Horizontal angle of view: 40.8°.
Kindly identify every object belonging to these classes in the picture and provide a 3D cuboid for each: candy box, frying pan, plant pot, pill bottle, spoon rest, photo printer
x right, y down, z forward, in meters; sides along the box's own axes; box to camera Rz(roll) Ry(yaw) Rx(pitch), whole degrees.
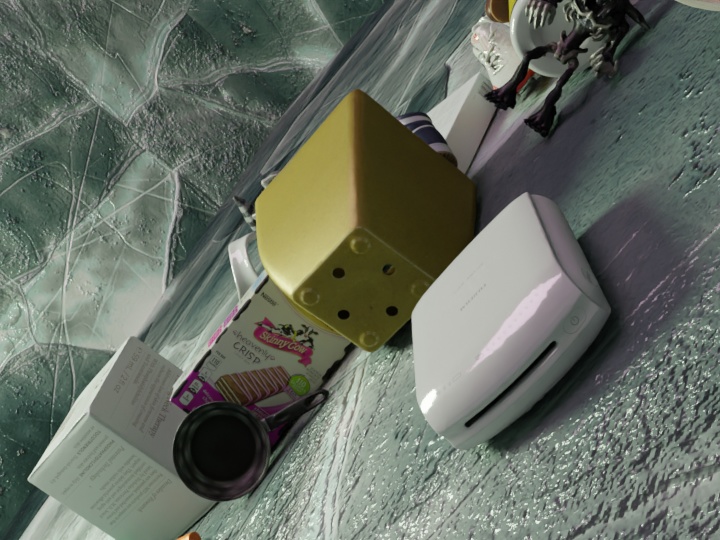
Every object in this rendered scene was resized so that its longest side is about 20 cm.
[{"bbox_3d":[-0.116,0.111,1.166,0.201,0.136,0.061,-52,12,1],"label":"candy box"},{"bbox_3d":[-0.137,0.179,1.123,0.191,0.115,0.031,-51,2,0],"label":"frying pan"},{"bbox_3d":[0.004,-0.031,1.052,0.195,0.193,0.201,-44,23,26],"label":"plant pot"},{"bbox_3d":[0.233,-0.316,1.154,0.114,0.114,0.201,-44,16,27],"label":"pill bottle"},{"bbox_3d":[-0.126,0.047,1.274,0.098,0.202,0.061,-26,-9,15],"label":"spoon rest"},{"bbox_3d":[0.111,0.039,0.763,0.167,0.069,0.201,-47,15,19],"label":"photo printer"}]

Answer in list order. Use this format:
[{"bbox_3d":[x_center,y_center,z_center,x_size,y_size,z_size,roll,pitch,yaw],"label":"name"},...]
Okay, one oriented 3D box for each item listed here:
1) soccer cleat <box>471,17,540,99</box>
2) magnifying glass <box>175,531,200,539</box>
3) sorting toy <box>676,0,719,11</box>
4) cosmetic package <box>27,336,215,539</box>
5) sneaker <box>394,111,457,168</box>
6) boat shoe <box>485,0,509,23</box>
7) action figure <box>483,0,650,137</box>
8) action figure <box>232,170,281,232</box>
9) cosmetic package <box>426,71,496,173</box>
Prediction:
[{"bbox_3d":[0.181,-0.277,1.249,0.069,0.085,0.201,-45,15,22],"label":"soccer cleat"},{"bbox_3d":[-0.260,0.364,1.202,0.199,0.022,0.081,-35,50,38],"label":"magnifying glass"},{"bbox_3d":[0.355,-0.311,0.811,0.200,0.107,0.181,-39,12,43],"label":"sorting toy"},{"bbox_3d":[-0.291,0.235,1.285,0.166,0.199,0.168,-45,16,28],"label":"cosmetic package"},{"bbox_3d":[0.031,-0.106,1.194,0.200,0.070,0.109,-44,45,26],"label":"sneaker"},{"bbox_3d":[0.260,-0.456,1.503,0.200,0.071,0.070,-46,20,-12],"label":"boat shoe"},{"bbox_3d":[0.223,-0.241,1.016,0.201,0.118,0.102,-56,-5,22],"label":"action figure"},{"bbox_3d":[-0.129,-0.055,1.533,0.103,0.196,0.201,-14,33,-2],"label":"action figure"},{"bbox_3d":[0.101,-0.156,1.308,0.150,0.052,0.201,-28,28,52],"label":"cosmetic package"}]
